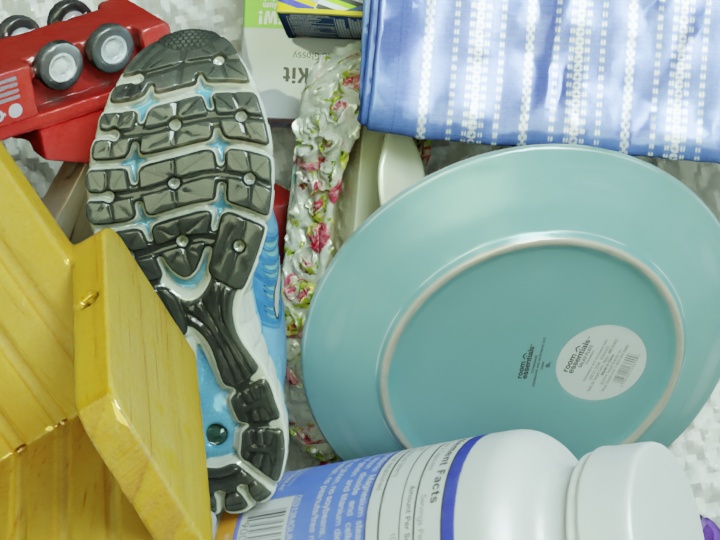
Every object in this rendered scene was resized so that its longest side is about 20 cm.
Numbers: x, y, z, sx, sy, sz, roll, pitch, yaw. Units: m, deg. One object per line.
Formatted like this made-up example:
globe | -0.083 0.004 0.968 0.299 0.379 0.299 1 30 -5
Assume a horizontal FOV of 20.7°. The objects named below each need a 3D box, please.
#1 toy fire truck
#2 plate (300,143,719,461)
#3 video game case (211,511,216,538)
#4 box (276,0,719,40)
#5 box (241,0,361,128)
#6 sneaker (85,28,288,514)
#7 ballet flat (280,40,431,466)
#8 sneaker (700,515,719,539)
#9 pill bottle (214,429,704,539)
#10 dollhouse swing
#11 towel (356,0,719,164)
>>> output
toy fire truck | -0.124 -0.041 0.859 0.199 0.049 0.142 -22 121 -27
plate | 0.073 0.036 0.861 0.198 0.026 0.202 -5 124 -7
video game case | -0.170 0.173 0.831 0.198 0.023 0.184 10 89 14
box | 0.065 -0.136 0.870 0.198 0.064 0.071 3 88 2
box | 0.024 -0.166 0.927 0.154 0.041 0.202 3 89 5
sneaker | -0.070 -0.003 0.843 0.078 0.090 0.202 -2 102 2
ballet flat | 0.000 0.000 0.883 0.075 0.064 0.202 -10 108 -33
sneaker | 0.119 0.199 0.886 0.083 0.081 0.202 14 88 0
pill bottle | 0.040 0.128 0.833 0.199 0.112 0.113 -13 86 28
dollhouse swing | -0.187 0.050 0.736 0.199 0.182 0.176 -30 121 10
towel | 0.100 -0.122 0.825 0.198 0.024 0.146 5 90 3
